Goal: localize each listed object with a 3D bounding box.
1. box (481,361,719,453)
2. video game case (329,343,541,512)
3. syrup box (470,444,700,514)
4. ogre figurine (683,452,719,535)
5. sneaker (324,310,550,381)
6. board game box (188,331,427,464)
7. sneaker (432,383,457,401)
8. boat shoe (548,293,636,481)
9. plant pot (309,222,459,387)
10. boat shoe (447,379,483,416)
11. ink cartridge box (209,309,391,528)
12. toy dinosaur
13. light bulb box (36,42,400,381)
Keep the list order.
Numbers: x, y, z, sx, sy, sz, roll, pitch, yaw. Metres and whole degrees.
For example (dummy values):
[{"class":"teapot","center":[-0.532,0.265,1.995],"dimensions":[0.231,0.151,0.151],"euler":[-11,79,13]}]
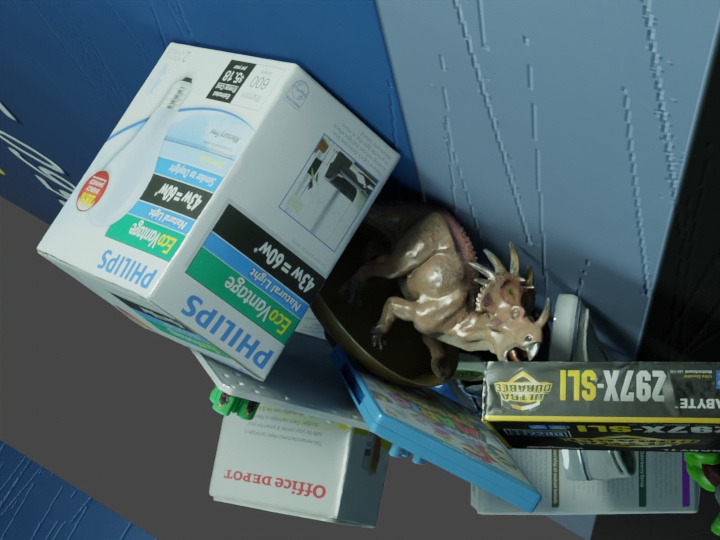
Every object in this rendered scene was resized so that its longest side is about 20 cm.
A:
[{"class":"box","center":[0.199,0.103,1.220],"dimensions":[0.200,0.049,0.160],"euler":[0,165,12]},{"class":"video game case","center":[0.054,0.119,1.289],"dimensions":[0.143,0.018,0.200],"euler":[29,-173,-15]},{"class":"syrup box","center":[0.203,0.180,1.499],"dimensions":[0.200,0.082,0.079],"euler":[1,178,-1]},{"class":"ogre figurine","center":[0.313,0.166,1.327],"dimensions":[0.200,0.098,0.120],"euler":[15,153,30]},{"class":"sneaker","center":[0.064,0.072,1.455],"dimensions":[0.200,0.077,0.089],"euler":[7,155,-8]},{"class":"board game box","center":[-0.058,0.088,1.342],"dimensions":[0.200,0.026,0.200],"euler":[17,-167,-28]},{"class":"sneaker","center":[0.149,0.156,1.630],"dimensions":[0.077,0.111,0.200],"euler":[-31,142,32]},{"class":"boat shoe","center":[0.195,0.096,1.350],"dimensions":[0.065,0.074,0.200],"euler":[1,136,16]},{"class":"plant pot","center":[0.006,0.015,1.347],"dimensions":[0.200,0.027,0.200],"euler":[40,-151,-27]},{"class":"boat shoe","center":[0.111,0.098,1.543],"dimensions":[0.200,0.084,0.069],"euler":[46,178,-20]},{"class":"ink cartridge box","center":[-0.045,0.129,1.526],"dimensions":[0.145,0.200,0.083],"euler":[6,169,31]},{"class":"toy dinosaur","center":[0.066,0.001,1.279],"dimensions":[0.200,0.135,0.086],"euler":[58,-153,12]},{"class":"light bulb box","center":[-0.110,-0.049,1.239],"dimensions":[0.125,0.200,0.198],"euler":[38,168,-35]}]
